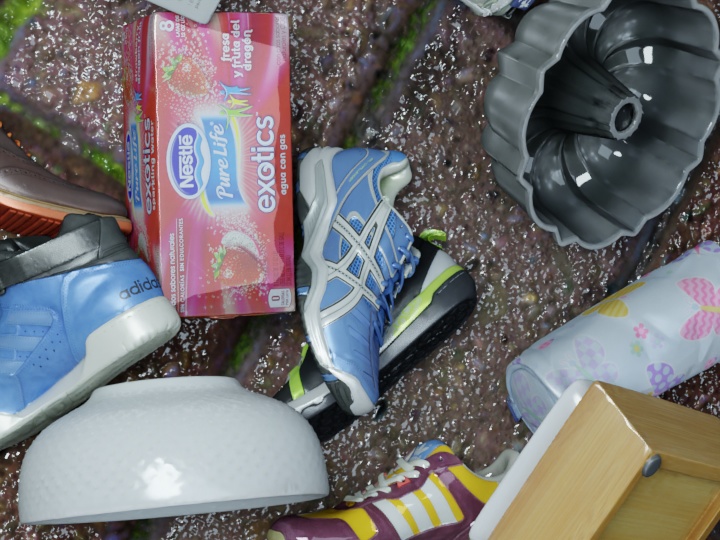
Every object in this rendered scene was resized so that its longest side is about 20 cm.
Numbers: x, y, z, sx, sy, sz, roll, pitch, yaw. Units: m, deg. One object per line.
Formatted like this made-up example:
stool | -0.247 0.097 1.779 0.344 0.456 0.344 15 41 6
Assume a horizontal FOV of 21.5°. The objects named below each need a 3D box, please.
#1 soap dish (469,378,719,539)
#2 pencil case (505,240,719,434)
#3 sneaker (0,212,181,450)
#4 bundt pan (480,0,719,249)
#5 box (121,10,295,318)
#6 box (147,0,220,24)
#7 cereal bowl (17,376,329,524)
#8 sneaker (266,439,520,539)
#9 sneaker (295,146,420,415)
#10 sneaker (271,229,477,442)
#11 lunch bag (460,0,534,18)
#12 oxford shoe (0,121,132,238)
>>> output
soap dish | 0.180 0.165 1.338 0.200 0.081 0.158 18 108 -54
pencil case | 0.205 0.060 1.404 0.200 0.083 0.091 -32 99 -18
sneaker | -0.217 0.039 1.224 0.200 0.077 0.111 -34 82 24
bundt pan | 0.165 -0.122 1.359 0.201 0.076 0.203 -20 125 -31
box | -0.103 -0.070 1.271 0.095 0.100 0.201 -2 93 -19
box | -0.162 -0.271 1.199 0.199 0.153 0.106 21 126 -21
cereal bowl | -0.122 0.115 1.224 0.199 0.200 0.084 -1 80 -21
sneaker | 0.026 0.164 1.347 0.199 0.075 0.091 3 93 -30
sneaker | 0.000 0.000 1.282 0.077 0.076 0.201 -8 65 9
sneaker | -0.008 0.048 1.343 0.200 0.072 0.083 -38 70 -12
lunch bag | 0.062 -0.290 1.315 0.200 0.139 0.168 30 98 -19
oxford shoe | -0.237 -0.070 1.238 0.199 0.071 0.073 18 73 -26
